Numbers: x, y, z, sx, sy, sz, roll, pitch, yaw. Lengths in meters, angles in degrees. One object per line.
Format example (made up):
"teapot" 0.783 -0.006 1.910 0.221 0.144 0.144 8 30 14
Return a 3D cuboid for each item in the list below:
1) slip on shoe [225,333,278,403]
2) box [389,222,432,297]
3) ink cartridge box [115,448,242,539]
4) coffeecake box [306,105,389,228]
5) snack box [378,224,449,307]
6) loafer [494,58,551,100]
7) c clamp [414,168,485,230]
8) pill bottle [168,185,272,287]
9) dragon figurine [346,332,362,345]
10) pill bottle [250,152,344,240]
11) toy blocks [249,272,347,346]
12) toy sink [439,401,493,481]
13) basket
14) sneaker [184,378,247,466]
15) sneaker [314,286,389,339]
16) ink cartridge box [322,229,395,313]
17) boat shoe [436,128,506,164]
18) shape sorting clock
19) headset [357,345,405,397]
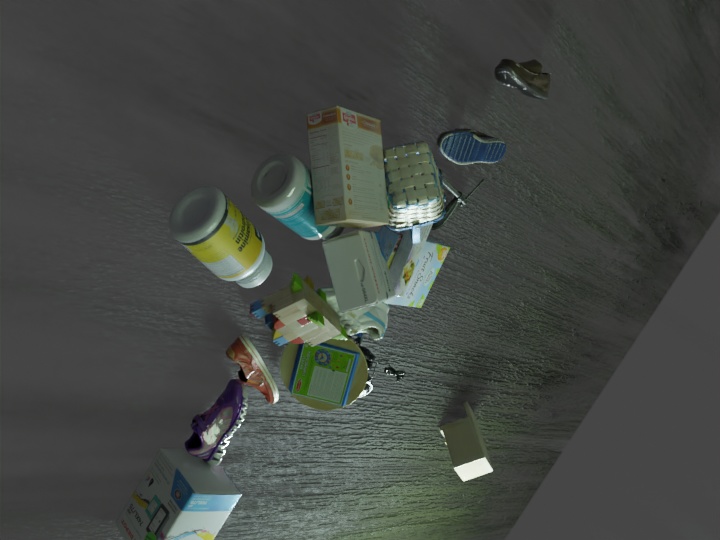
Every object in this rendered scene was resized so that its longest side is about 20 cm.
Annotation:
"slip on shoe" -0.228 0.216 1.534 0.061 0.074 0.201 -34 133 -13
"box" 0.106 -0.040 1.593 0.039 0.041 0.201 8 107 -48
"ink cartridge box" -0.385 0.505 1.533 0.146 0.147 0.201 24 100 -52
"coffeecake box" -0.021 -0.184 1.328 0.153 0.073 0.202 -1 85 -58
"snack box" 0.099 -0.007 1.692 0.199 0.068 0.170 8 111 -49
"loafer" 0.368 -0.445 1.635 0.199 0.073 0.071 7 104 -53
"c clamp" 0.192 -0.177 1.694 0.171 0.027 0.200 -55 144 11
"pill bottle" -0.238 -0.052 1.278 0.112 0.112 0.200 -47 142 -6
"dragon figurine" 0.000 0.104 1.684 0.200 0.059 0.100 -39 140 -18
"pill bottle" -0.106 -0.127 1.355 0.111 0.111 0.200 -53 142 1
"toy blocks" -0.136 0.102 1.497 0.136 0.100 0.200 -25 138 17
"toy sink" 0.327 0.541 2.297 0.111 0.201 0.131 -21 143 9
"basket" 0.097 -0.163 1.458 0.138 0.178 0.200 -13 163 5
"sneaker" -0.309 0.318 1.530 0.088 0.080 0.201 21 100 -32
"sneaker" -0.026 0.093 1.583 0.199 0.081 0.076 18 153 -23
"ink cartridge box" 0.000 0.000 1.465 0.084 0.147 0.200 -16 178 13
"boat shoe" 0.234 -0.279 1.614 0.199 0.072 0.073 3 118 -41
"shape sorting clock" -0.082 0.222 1.622 0.198 0.039 0.201 1 112 2
"headset" 0.008 0.238 1.689 0.094 0.199 0.124 20 69 -38
